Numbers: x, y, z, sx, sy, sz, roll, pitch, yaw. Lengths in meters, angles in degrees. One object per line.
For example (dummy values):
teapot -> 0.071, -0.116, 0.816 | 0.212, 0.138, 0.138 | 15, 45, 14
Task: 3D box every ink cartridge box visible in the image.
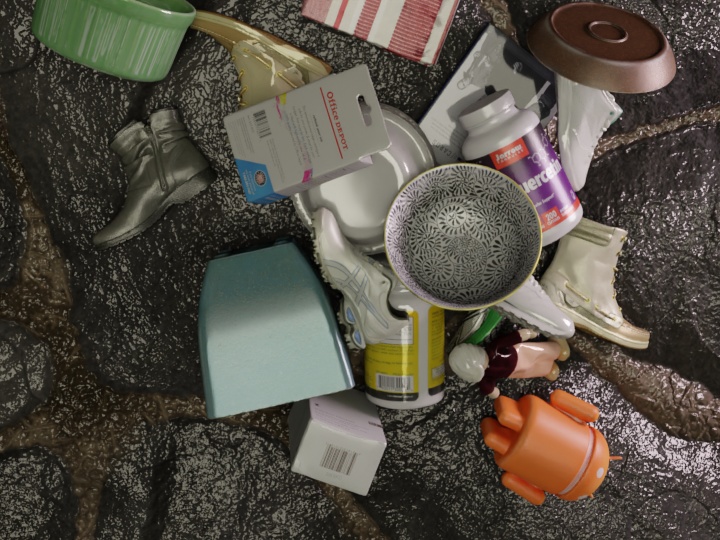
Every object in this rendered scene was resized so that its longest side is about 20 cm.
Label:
ink cartridge box -> -0.060, -0.170, 1.426 | 0.198, 0.068, 0.116 | -19, 85, 14

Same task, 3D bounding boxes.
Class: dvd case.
dvd case -> 0.175, -0.214, 1.557 | 0.150, 0.025, 0.201 | 35, 98, -10

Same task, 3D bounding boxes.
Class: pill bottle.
pill bottle -> 0.208, -0.134, 1.507 | 0.112, 0.113, 0.201 | -29, 102, 2
pill bottle -> 0.061, 0.080, 1.566 | 0.113, 0.114, 0.202 | -1, 102, -4

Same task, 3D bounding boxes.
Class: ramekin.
ramekin -> -0.314, -0.315, 1.418 | 0.198, 0.200, 0.098 | 21, 108, -8

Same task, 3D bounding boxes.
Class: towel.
towel -> 0.033, -0.375, 1.516 | 0.198, 0.023, 0.145 | 20, 98, -10

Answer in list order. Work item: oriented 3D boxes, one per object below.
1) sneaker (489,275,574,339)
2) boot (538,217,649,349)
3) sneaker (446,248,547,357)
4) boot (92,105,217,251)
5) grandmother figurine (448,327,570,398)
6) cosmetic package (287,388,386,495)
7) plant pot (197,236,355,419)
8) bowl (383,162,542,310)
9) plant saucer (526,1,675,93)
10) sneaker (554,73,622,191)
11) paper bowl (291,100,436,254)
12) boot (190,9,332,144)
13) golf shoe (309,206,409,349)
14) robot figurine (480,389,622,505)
sneaker -> 0.205, 0.022, 1.511 | 0.199, 0.076, 0.081 | 31, 82, 17
boot -> 0.347, 0.016, 1.594 | 0.198, 0.072, 0.156 | 22, 90, -20
sneaker -> 0.179, 0.040, 1.592 | 0.085, 0.078, 0.201 | 33, 93, 17
boot -> -0.303, -0.126, 1.529 | 0.199, 0.068, 0.131 | -35, 98, -4
grandmother figurine -> 0.200, 0.126, 1.565 | 0.199, 0.060, 0.122 | 4, 112, -41
cosmetic package -> -0.035, 0.219, 1.546 | 0.112, 0.200, 0.082 | 20, 101, -10
plant pot -> -0.123, 0.064, 1.517 | 0.194, 0.196, 0.202 | -11, 96, -1
bowl -> 0.130, -0.028, 1.459 | 0.198, 0.094, 0.203 | -1, 68, 2
plant saucer -> 0.315, -0.297, 1.464 | 0.198, 0.201, 0.035 | 5, 131, -5
sneaker -> 0.308, -0.198, 1.521 | 0.087, 0.076, 0.202 | -4, 122, 6
paper bowl -> 0.003, -0.121, 1.512 | 0.198, 0.104, 0.203 | 2, 105, 6
boot -> -0.156, -0.245, 1.506 | 0.198, 0.073, 0.157 | 23, 101, -11
golf shoe -> 0.000, 0.000, 1.470 | 0.096, 0.078, 0.201 | -18, 112, 12
robot figurine -> 0.271, 0.253, 1.616 | 0.199, 0.117, 0.145 | 28, 67, -9
